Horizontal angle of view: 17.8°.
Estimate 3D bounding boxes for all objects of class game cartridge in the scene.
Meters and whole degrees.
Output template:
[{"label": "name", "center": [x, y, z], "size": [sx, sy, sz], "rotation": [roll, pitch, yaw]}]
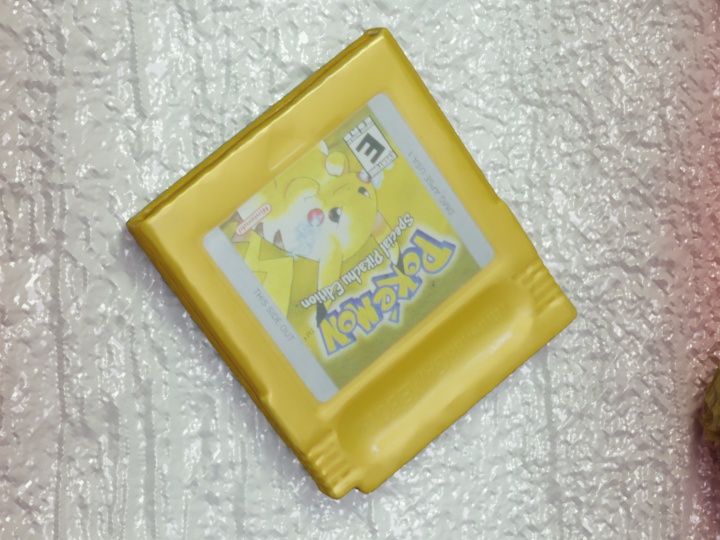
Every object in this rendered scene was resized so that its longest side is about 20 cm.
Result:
[{"label": "game cartridge", "center": [0.000, 0.000, 1.236], "size": [0.176, 0.032, 0.200], "rotation": [-40, 107, -14]}]

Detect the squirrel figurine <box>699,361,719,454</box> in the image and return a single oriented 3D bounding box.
[{"label": "squirrel figurine", "center": [0.304, 0.099, 1.328], "size": [0.200, 0.142, 0.187], "rotation": [-34, 120, 4]}]
